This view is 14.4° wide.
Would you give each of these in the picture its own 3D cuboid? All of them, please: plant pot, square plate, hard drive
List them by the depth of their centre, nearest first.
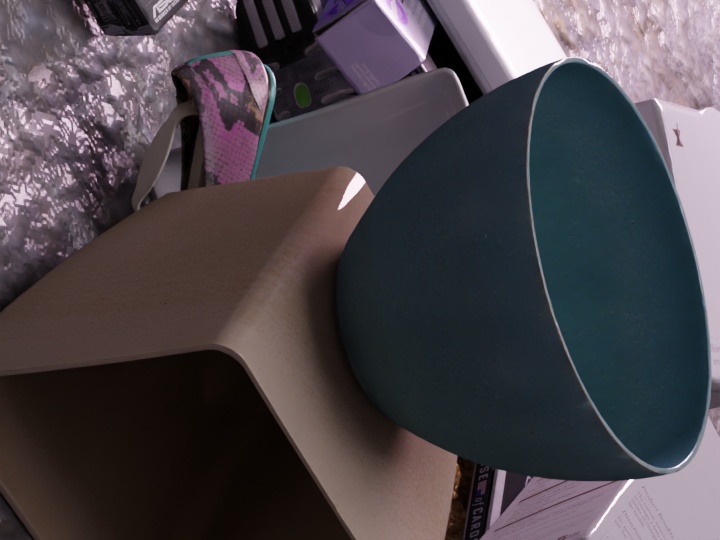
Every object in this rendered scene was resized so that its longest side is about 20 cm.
[{"bbox_3d":[0.067,0.012,1.372,0.200,0.134,0.201,38,45,-50],"label":"plant pot"},{"bbox_3d":[-0.059,0.060,1.448,0.200,0.199,0.178,59,42,-29],"label":"plant pot"},{"bbox_3d":[0.000,0.000,1.599,0.199,0.199,0.028,69,24,-14],"label":"square plate"},{"bbox_3d":[0.094,-0.132,1.753,0.201,0.026,0.132,59,21,5],"label":"hard drive"}]

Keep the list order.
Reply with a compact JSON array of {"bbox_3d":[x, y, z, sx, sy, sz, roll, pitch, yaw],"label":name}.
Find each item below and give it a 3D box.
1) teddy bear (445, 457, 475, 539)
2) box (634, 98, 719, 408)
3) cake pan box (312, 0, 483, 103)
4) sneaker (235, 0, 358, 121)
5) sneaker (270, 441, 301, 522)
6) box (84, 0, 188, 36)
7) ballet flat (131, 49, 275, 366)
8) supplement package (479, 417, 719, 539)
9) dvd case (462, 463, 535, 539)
[{"bbox_3d":[0.079,0.202,1.782,0.145,0.066,0.202,25,56,-59],"label":"teddy bear"},{"bbox_3d":[0.213,-0.003,2.035,0.198,0.130,0.202,7,71,-59],"label":"box"},{"bbox_3d":[0.055,-0.116,1.749,0.184,0.052,0.200,50,22,-13],"label":"cake pan box"},{"bbox_3d":[-0.005,-0.092,1.755,0.115,0.075,0.202,-12,88,-63],"label":"sneaker"},{"bbox_3d":[-0.013,0.167,1.504,0.075,0.079,0.201,10,55,-21],"label":"sneaker"},{"bbox_3d":[-0.106,-0.253,1.591,0.200,0.050,0.158,-49,123,-28],"label":"box"},{"bbox_3d":[-0.092,-0.024,1.560,0.071,0.069,0.201,-2,113,-22],"label":"ballet flat"},{"bbox_3d":[0.150,0.180,1.700,0.117,0.117,0.200,60,33,-7],"label":"supplement package"},{"bbox_3d":[0.118,0.186,1.781,0.150,0.025,0.201,45,38,-30],"label":"dvd case"}]
